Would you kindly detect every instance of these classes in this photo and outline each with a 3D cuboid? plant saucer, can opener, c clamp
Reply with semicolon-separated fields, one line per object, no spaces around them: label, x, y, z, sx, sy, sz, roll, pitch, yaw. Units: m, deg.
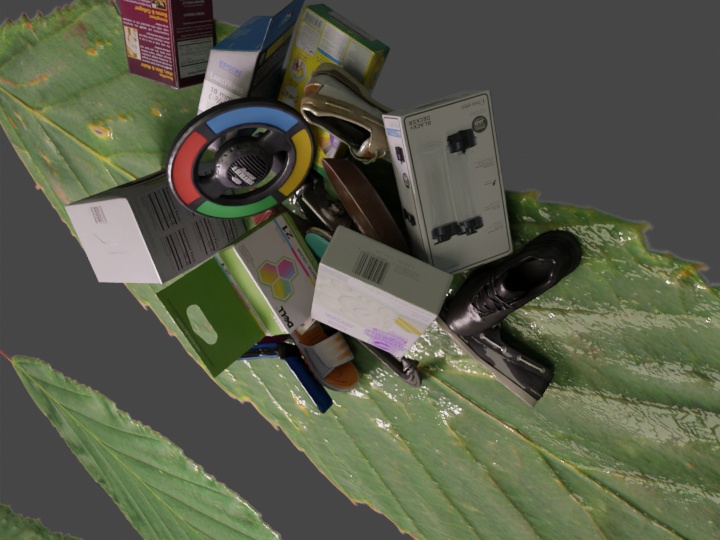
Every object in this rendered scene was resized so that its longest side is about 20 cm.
plant saucer;0.014;-0.071;0.733;0.201;0.034;0.200;57;177;4
can opener;-0.094;-0.125;0.837;0.200;0.053;0.067;47;133;6
c clamp;0.025;0.113;0.863;0.200;0.027;0.171;42;160;4

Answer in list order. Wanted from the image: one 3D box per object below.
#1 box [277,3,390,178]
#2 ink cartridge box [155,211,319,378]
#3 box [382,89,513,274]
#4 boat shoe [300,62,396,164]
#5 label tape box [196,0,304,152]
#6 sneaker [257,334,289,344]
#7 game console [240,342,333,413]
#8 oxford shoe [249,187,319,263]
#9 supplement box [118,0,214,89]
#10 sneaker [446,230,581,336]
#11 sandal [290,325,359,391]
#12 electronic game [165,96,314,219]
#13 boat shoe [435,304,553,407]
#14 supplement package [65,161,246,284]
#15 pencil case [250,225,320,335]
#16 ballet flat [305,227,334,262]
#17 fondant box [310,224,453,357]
box;-0.050;-0.235;0.745;0.117;0.048;0.200;38;130;11
ink cartridge box;-0.153;0.033;0.768;0.076;0.200;0.148;-14;111;52
box;0.106;-0.100;0.654;0.060;0.116;0.201;-138;30;-66
boat shoe;0.015;-0.166;0.679;0.200;0.069;0.075;31;157;-14
label tape box;-0.147;-0.271;0.722;0.063;0.144;0.200;25;131;-5
sneaker;-0.192;0.055;1.007;0.081;0.088;0.200;-25;122;2
game console;-0.142;0.187;0.944;0.170;0.200;0.119;-5;80;0
oxford shoe;-0.100;-0.055;0.870;0.200;0.075;0.070;53;145;-3
supplement box;-0.283;-0.384;0.802;0.110;0.086;0.201;23;127;24
sneaker;0.175;0.023;0.685;0.076;0.091;0.200;51;125;9
sandal;-0.071;0.118;0.947;0.207;0.079;0.059;51;134;3
electronic game;-0.154;-0.141;0.725;0.042;0.199;0.200;61;140;30
boat shoe;0.183;0.104;0.779;0.200;0.073;0.063;42;90;16
supplement package;-0.346;-0.085;0.948;0.191;0.200;0.148;1;115;35
pencil case;-0.124;0.006;0.913;0.200;0.089;0.078;51;166;7
ballet flat;0.000;0.000;0.826;0.200;0.072;0.072;47;134;-11
fondant box;0.017;0.036;0.693;0.144;0.058;0.200;24;158;2
